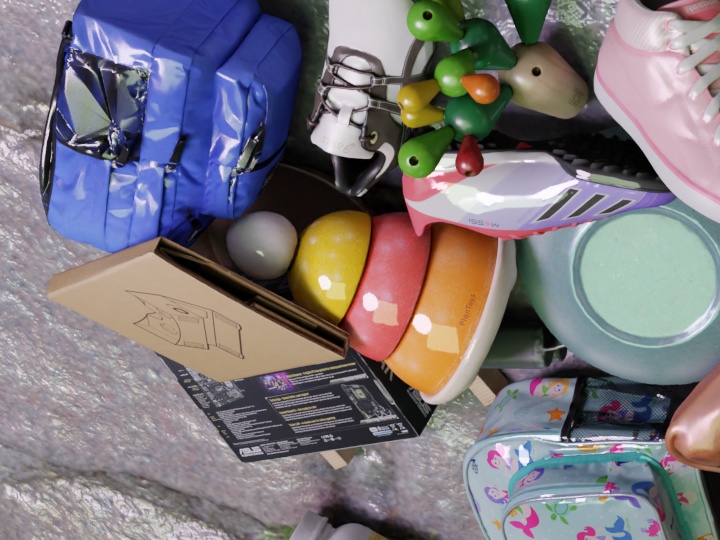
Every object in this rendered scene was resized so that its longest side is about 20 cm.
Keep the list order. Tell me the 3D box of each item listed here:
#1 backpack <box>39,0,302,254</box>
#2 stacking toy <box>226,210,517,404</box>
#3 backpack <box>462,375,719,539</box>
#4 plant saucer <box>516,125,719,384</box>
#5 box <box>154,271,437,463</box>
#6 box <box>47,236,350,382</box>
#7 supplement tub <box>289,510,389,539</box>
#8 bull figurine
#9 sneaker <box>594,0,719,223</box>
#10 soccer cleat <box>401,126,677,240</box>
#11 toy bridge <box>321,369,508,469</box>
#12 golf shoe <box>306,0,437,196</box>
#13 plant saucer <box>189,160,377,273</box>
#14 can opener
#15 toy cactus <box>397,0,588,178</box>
[{"bbox_3d":[-0.140,-0.100,1.472,0.168,0.163,0.200,24,123,10],"label":"backpack"},{"bbox_3d":[0.000,0.000,1.484,0.200,0.146,0.146,21,136,-12],"label":"stacking toy"},{"bbox_3d":[0.179,0.170,1.566,0.200,0.151,0.178,4,132,31],"label":"backpack"},{"bbox_3d":[0.203,-0.003,1.441,0.201,0.039,0.201,7,116,16],"label":"plant saucer"},{"bbox_3d":[-0.060,0.073,1.627,0.200,0.044,0.160,-14,122,42],"label":"box"},{"bbox_3d":[-0.122,0.032,1.502,0.163,0.021,0.200,28,160,-24],"label":"box"},{"bbox_3d":[0.013,0.307,1.765,0.200,0.145,0.145,28,135,4],"label":"supplement tub"},{"bbox_3d":[0.299,0.069,1.422,0.121,0.065,0.200,28,119,-31],"label":"bull figurine"},{"bbox_3d":[0.221,-0.112,1.302,0.200,0.075,0.105,51,146,38],"label":"sneaker"},{"bbox_3d":[0.124,-0.053,1.408,0.200,0.068,0.073,5,112,20],"label":"soccer cleat"},{"bbox_3d":[0.025,0.106,1.672,0.200,0.027,0.067,-27,111,41],"label":"toy bridge"},{"bbox_3d":[0.006,-0.126,1.408,0.078,0.095,0.200,20,151,22],"label":"golf shoe"},{"bbox_3d":[-0.050,-0.011,1.611,0.200,0.034,0.200,14,132,16],"label":"plant saucer"},{"bbox_3d":[0.133,0.045,1.556,0.200,0.053,0.067,-6,92,30],"label":"can opener"},{"bbox_3d":[0.098,-0.145,1.358,0.102,0.200,0.165,9,170,45],"label":"toy cactus"}]
